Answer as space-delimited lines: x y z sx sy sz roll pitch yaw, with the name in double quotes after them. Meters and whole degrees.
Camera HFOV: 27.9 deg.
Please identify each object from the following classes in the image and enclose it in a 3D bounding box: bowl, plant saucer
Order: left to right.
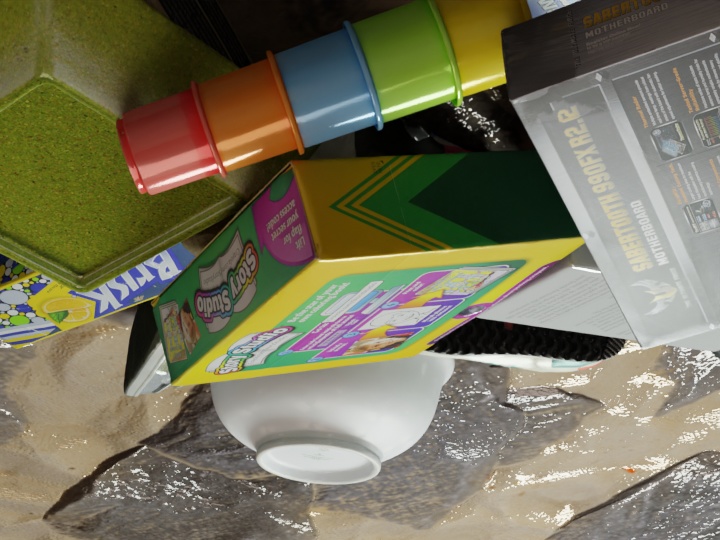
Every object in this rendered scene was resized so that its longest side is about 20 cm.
-0.151 -0.058 0.754 0.198 0.048 0.199 -25 141 33 "plant saucer"
-0.028 0.105 1.101 0.198 0.092 0.202 3 155 1 "bowl"

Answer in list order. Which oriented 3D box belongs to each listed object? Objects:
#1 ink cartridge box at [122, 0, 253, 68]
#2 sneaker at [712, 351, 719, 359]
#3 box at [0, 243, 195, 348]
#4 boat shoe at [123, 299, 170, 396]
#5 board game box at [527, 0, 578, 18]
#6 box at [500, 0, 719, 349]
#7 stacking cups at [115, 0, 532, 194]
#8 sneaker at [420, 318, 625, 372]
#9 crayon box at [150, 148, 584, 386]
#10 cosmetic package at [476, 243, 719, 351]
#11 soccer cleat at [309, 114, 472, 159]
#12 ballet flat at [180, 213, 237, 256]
-0.174 -0.112 0.784 0.197 0.076 0.165 -9 146 15 "ink cartridge box"
0.316 0.019 1.005 0.099 0.070 0.199 24 141 -30 "sneaker"
-0.175 -0.015 0.950 0.198 0.065 0.070 -19 144 28 "box"
-0.114 0.033 1.024 0.064 0.075 0.202 20 136 -22 "boat shoe"
0.170 -0.151 0.742 0.194 0.057 0.200 -20 143 28 "board game box"
0.173 -0.055 0.675 0.157 0.049 0.200 -18 137 19 "box"
-0.017 -0.090 0.680 0.197 0.061 0.061 -17 148 -3 "stacking cups"
0.087 0.041 1.038 0.197 0.071 0.094 7 161 -2 "sneaker"
0.000 0.000 0.800 0.171 0.059 0.200 -4 160 -31 "crayon box"
0.173 -0.007 0.878 0.198 0.072 0.101 9 157 -30 "cosmetic package"
0.029 -0.053 0.904 0.085 0.071 0.200 5 159 38 "soccer cleat"
-0.031 -0.019 0.910 0.072 0.069 0.199 5 168 39 "ballet flat"
